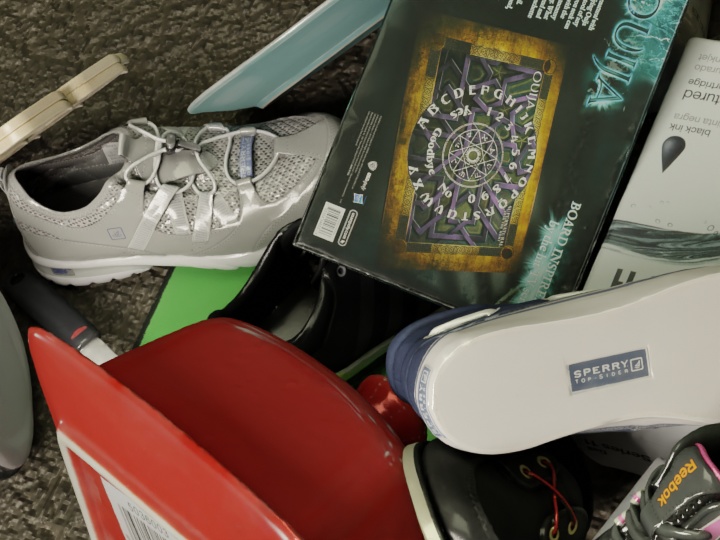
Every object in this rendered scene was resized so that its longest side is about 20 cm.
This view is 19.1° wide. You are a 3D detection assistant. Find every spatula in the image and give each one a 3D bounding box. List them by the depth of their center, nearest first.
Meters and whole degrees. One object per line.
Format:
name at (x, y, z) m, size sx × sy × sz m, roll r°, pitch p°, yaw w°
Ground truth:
spatula at (-0.131, 0.050, 1.119) m, size 0.056 × 0.021 × 0.200 m, roll -39°, pitch 53°, yaw -15°

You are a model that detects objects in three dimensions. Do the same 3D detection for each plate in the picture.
plate at (-0.004, -0.134, 1.124) m, size 0.200 × 0.200 × 0.026 m, roll -36°, pitch 95°, yaw -5°

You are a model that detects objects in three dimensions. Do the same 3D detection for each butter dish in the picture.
butter dish at (-0.032, 0.102, 0.967) m, size 0.148 × 0.200 × 0.200 m, roll -37°, pitch 51°, yaw -24°

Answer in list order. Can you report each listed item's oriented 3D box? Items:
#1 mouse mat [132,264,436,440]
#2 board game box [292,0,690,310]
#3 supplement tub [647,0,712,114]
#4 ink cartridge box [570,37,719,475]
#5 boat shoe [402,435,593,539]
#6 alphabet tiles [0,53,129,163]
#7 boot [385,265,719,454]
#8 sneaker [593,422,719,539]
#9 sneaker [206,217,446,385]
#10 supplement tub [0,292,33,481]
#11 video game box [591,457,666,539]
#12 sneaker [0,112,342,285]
mouse mat at (-0.026, 0.041, 1.104) m, size 0.199 × 0.008 × 0.161 m, roll 10°, pitch 63°, yaw 24°
board game box at (0.066, -0.079, 1.013) m, size 0.135 × 0.028 × 0.201 m, roll 22°, pitch 88°, yaw 1°
supplement tub at (0.132, -0.190, 1.125) m, size 0.122 × 0.123 × 0.201 m, roll 2°, pitch 60°, yaw 21°
ink cartridge box at (0.193, 0.003, 1.003) m, size 0.146 × 0.083 × 0.200 m, roll 13°, pitch 65°, yaw 26°
boat shoe at (0.063, 0.099, 0.927) m, size 0.063 × 0.201 × 0.074 m, roll -22°, pitch 86°, yaw 11°
alphabet tiles at (-0.209, -0.052, 1.137) m, size 0.200 × 0.015 × 0.196 m, roll -30°, pitch 9°, yaw 40°
boot at (0.112, 0.031, 0.922) m, size 0.199 × 0.073 × 0.090 m, roll -5°, pitch 10°, yaw -12°
sneaker at (0.132, 0.104, 0.864) m, size 0.200 × 0.086 × 0.080 m, roll -35°, pitch 47°, yaw 1°
sneaker at (0.000, 0.000, 1.060) m, size 0.072 × 0.083 × 0.200 m, roll 34°, pitch 67°, yaw 33°
supplement tub at (-0.280, 0.072, 1.104) m, size 0.199 × 0.123 × 0.123 m, roll -15°, pitch 55°, yaw 9°
video game box at (0.139, 0.199, 0.881) m, size 0.182 × 0.047 × 0.200 m, roll 28°, pitch 71°, yaw 39°
sneaker at (-0.098, -0.044, 1.130) m, size 0.199 × 0.082 × 0.075 m, roll -16°, pitch 52°, yaw 14°
